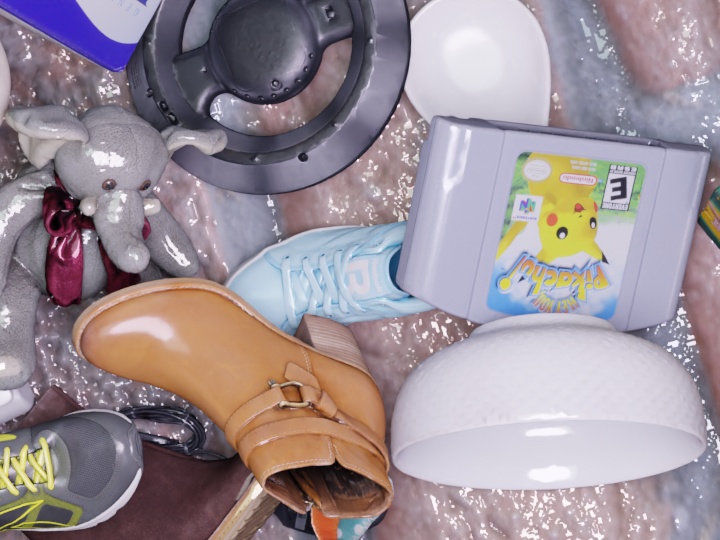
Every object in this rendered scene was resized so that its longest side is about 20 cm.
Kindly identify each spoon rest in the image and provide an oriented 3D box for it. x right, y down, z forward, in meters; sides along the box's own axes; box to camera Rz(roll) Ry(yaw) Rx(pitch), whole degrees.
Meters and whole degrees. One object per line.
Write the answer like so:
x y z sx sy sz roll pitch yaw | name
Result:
0.097 -0.093 1.746 0.099 0.061 0.201 -26 86 4 | spoon rest

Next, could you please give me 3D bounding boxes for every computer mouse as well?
-0.074 0.128 1.770 0.199 0.034 0.059 18 117 11 | computer mouse

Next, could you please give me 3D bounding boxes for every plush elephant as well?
-0.169 -0.039 1.712 0.164 0.155 0.201 -3 73 -26 | plush elephant

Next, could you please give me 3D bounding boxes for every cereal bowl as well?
0.117 0.079 1.672 0.199 0.200 0.084 -4 74 5 | cereal bowl

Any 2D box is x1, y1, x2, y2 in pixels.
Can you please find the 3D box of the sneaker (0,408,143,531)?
-0.232 0.141 1.711 0.199 0.085 0.075 -19 80 25 | sneaker

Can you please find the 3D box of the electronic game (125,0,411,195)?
-0.063 -0.150 1.771 0.199 0.042 0.201 -1 87 15 | electronic game

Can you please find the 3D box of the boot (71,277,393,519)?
-0.077 0.087 1.648 0.199 0.156 0.077 14 124 -22 | boot

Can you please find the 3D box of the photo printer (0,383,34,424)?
-0.340 0.059 1.777 0.199 0.069 0.167 -26 85 4 | photo printer

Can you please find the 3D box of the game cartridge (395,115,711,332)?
0.125 -0.025 1.695 0.199 0.040 0.134 4 109 -24 | game cartridge

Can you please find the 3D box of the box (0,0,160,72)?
-0.186 -0.254 1.709 0.105 0.184 0.201 29 91 27 | box

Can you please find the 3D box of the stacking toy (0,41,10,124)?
-0.321 -0.091 1.737 0.146 0.200 0.147 10 60 -19 | stacking toy

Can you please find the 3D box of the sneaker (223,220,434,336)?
0.000 0.000 1.740 0.199 0.082 0.074 -14 85 5 | sneaker

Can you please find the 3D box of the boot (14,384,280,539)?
-0.147 0.132 1.740 0.166 0.072 0.200 43 108 10 | boot

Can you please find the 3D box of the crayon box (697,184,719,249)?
0.274 -0.013 1.654 0.058 0.200 0.119 -40 84 0 | crayon box

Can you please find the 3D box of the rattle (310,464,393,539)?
-0.044 0.227 1.732 0.143 0.130 0.201 -5 100 49 | rattle
